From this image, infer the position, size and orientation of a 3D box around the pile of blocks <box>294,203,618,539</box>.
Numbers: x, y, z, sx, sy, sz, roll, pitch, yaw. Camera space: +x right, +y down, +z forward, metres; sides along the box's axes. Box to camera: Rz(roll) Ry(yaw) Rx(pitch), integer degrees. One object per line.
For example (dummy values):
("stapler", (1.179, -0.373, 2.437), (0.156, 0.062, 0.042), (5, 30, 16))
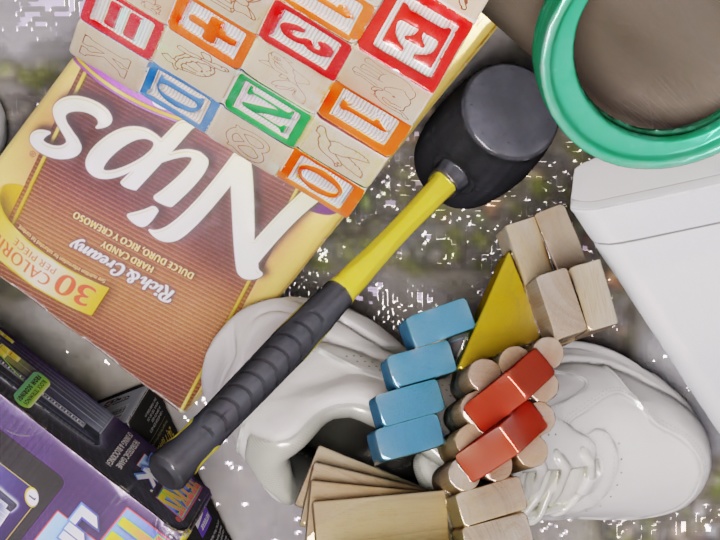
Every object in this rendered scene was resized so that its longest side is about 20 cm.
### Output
("pile of blocks", (0.027, 0.065, 0.817), (0.082, 0.062, 0.200), (19, 80, -3))

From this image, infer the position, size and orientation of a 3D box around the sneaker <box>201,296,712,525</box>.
("sneaker", (0.041, 0.075, 0.899), (0.200, 0.099, 0.078), (8, 120, -14))

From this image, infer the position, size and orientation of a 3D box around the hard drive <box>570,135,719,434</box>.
("hard drive", (0.174, 0.019, 0.853), (0.132, 0.027, 0.200), (-12, 138, 26))

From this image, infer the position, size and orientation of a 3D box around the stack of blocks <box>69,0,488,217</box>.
("stack of blocks", (-0.016, -0.101, 0.768), (0.115, 0.200, 0.059), (31, 66, -2))

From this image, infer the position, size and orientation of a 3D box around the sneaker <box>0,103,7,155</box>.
("sneaker", (-0.239, -0.073, 0.899), (0.200, 0.118, 0.074), (22, 109, 2))

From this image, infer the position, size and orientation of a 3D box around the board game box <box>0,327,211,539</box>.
("board game box", (-0.182, 0.113, 0.924), (0.165, 0.057, 0.200), (39, 105, -4))

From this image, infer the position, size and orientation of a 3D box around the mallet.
("mallet", (0.000, 0.000, 0.855), (0.041, 0.200, 0.066), (44, 149, 0))

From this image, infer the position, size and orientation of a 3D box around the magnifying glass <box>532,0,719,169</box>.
("magnifying glass", (0.146, -0.102, 0.767), (0.200, 0.022, 0.080), (-32, 112, 6))

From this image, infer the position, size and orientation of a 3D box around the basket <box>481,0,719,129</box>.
("basket", (0.087, -0.141, 0.828), (0.200, 0.136, 0.180), (47, 64, -15))

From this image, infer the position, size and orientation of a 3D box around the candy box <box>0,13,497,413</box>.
("candy box", (-0.050, -0.059, 0.912), (0.117, 0.056, 0.200), (37, 109, -5))

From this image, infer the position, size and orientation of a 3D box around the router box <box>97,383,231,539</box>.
("router box", (-0.142, 0.155, 0.987), (0.200, 0.052, 0.157), (-21, 103, 13))
